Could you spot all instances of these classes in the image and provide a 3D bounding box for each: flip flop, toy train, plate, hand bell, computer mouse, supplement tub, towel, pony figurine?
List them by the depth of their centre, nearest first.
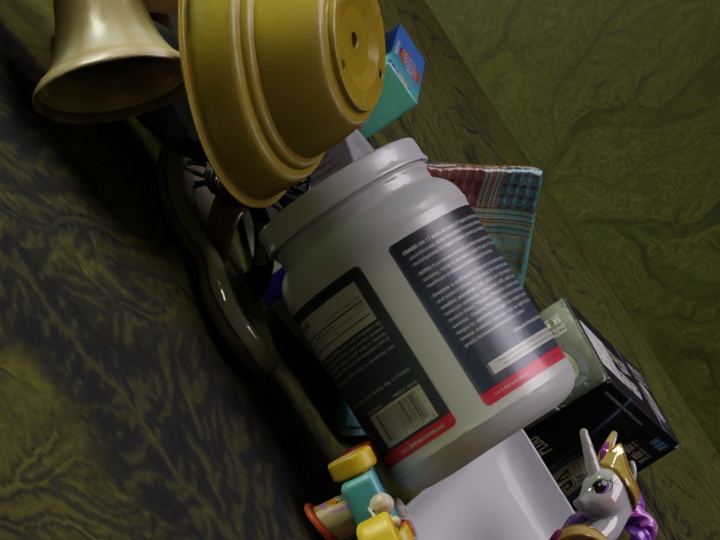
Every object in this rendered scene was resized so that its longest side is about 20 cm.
[{"bbox_3d":[0.019,0.201,1.319,0.200,0.055,0.151,-115,179,-50],"label":"toy train"},{"bbox_3d":[-0.173,-0.204,1.337,0.104,0.104,0.201,27,47,-68],"label":"hand bell"},{"bbox_3d":[0.036,0.029,1.399,0.201,0.140,0.140,58,12,5],"label":"supplement tub"},{"bbox_3d":[-0.085,-0.017,1.439,0.081,0.057,0.201,44,18,-48],"label":"flip flop"},{"bbox_3d":[-0.118,-0.119,1.440,0.200,0.053,0.138,40,14,14],"label":"computer mouse"},{"bbox_3d":[0.179,0.230,1.461,0.193,0.166,0.200,46,54,-7],"label":"pony figurine"},{"bbox_3d":[0.106,0.223,1.508,0.200,0.032,0.200,58,36,-5],"label":"plate"},{"bbox_3d":[0.057,0.022,1.525,0.146,0.201,0.022,0,17,-34],"label":"towel"}]

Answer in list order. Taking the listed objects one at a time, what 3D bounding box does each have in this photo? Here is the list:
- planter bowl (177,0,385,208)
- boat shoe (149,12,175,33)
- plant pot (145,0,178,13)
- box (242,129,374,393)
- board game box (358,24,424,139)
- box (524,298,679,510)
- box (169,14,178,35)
[{"bbox_3d":[-0.036,-0.143,1.357,0.200,0.083,0.202,-4,90,-69],"label":"planter bowl"},{"bbox_3d":[-0.176,-0.238,1.607,0.203,0.075,0.075,61,12,18],"label":"boat shoe"},{"bbox_3d":[-0.158,-0.291,1.551,0.200,0.093,0.202,20,43,-19],"label":"plant pot"},{"bbox_3d":[0.000,0.000,1.629,0.184,0.105,0.200,50,13,-35],"label":"box"},{"bbox_3d":[-0.021,-0.133,1.780,0.045,0.152,0.200,55,12,-10],"label":"board game box"},{"bbox_3d":[0.153,0.129,1.775,0.200,0.163,0.086,40,21,-58],"label":"box"},{"bbox_3d":[-0.067,-0.240,1.749,0.109,0.199,0.128,54,12,-12],"label":"box"}]
